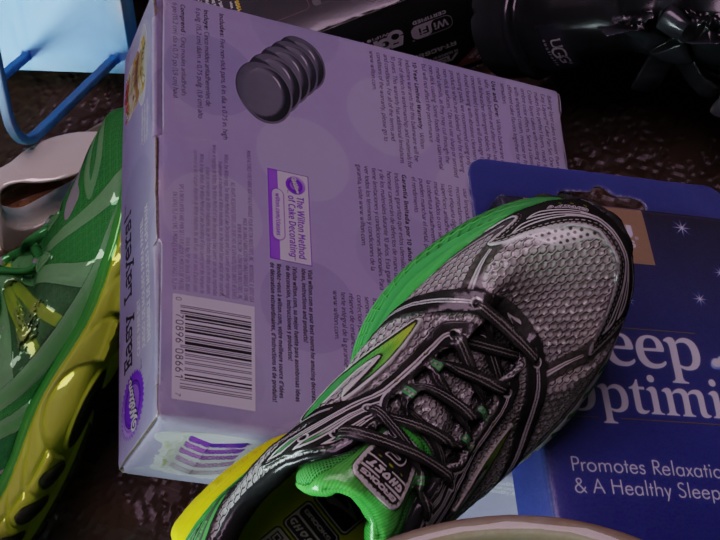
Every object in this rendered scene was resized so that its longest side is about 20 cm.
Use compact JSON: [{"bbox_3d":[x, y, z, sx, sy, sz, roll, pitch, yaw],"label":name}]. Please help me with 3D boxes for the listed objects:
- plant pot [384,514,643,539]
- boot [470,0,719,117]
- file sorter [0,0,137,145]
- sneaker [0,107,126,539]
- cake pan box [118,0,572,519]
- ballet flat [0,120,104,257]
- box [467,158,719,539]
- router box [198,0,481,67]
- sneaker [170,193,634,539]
[{"bbox_3d":[0.053,0.199,0.586,0.199,0.174,0.201,-7,58,11],"label":"plant pot"},{"bbox_3d":[0.146,-0.154,0.801,0.162,0.073,0.199,3,60,35],"label":"boot"},{"bbox_3d":[-0.221,-0.137,0.857,0.199,0.139,0.123,4,29,18],"label":"file sorter"},{"bbox_3d":[-0.134,0.018,0.775,0.083,0.074,0.200,24,82,3],"label":"sneaker"},{"bbox_3d":[0.000,0.000,0.742,0.184,0.052,0.200,9,55,-21],"label":"cake pan box"},{"bbox_3d":[-0.165,-0.015,0.840,0.200,0.064,0.067,-27,56,-3],"label":"ballet flat"},{"bbox_3d":[0.109,0.040,0.718,0.121,0.032,0.200,5,57,-20],"label":"box"},{"bbox_3d":[-0.031,-0.165,0.899,0.149,0.062,0.200,-20,56,1],"label":"router box"},{"bbox_3d":[0.019,0.057,0.624,0.078,0.085,0.200,43,85,-6],"label":"sneaker"}]
